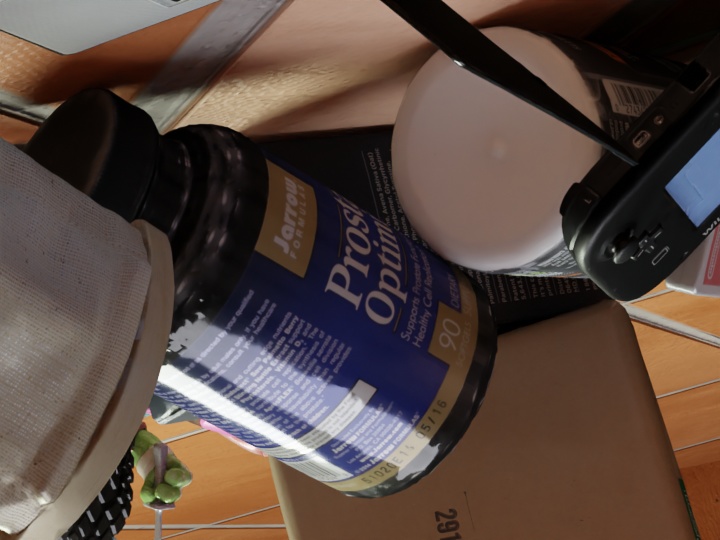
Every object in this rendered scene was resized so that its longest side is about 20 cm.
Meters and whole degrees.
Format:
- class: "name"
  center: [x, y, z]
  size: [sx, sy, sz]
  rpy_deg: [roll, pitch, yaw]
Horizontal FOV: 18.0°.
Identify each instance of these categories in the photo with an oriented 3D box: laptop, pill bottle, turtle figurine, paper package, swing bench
- class: "laptop"
  center: [-0.042, -0.070, 0.715]
  size: [0.200, 0.116, 0.187]
  rpy_deg: [-18, 168, 19]
- class: "pill bottle"
  center: [0.109, -0.048, 1.030]
  size: [0.106, 0.106, 0.200]
  rpy_deg: [-21, 167, 32]
- class: "turtle figurine"
  center: [-0.175, 0.114, 1.322]
  size: [0.144, 0.200, 0.194]
  rpy_deg: [16, 145, 7]
- class: "pill bottle"
  center: [-0.049, 0.009, 0.945]
  size: [0.200, 0.112, 0.112]
  rpy_deg: [31, 143, -31]
- class: "paper package"
  center: [0.068, 0.135, 1.109]
  size: [0.191, 0.200, 0.103]
  rpy_deg: [-17, 169, 9]
- class: "swing bench"
  center: [-0.203, 0.024, 0.788]
  size: [0.200, 0.130, 0.199]
  rpy_deg: [-19, 143, 32]

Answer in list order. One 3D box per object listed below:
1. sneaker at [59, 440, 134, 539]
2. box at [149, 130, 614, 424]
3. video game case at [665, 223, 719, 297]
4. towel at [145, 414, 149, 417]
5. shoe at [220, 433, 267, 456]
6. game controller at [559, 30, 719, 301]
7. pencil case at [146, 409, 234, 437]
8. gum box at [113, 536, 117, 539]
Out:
- class: "sneaker"
  center: [-0.162, 0.072, 1.127]
  size: [0.088, 0.200, 0.076]
  rpy_deg: [-12, 126, 9]
- class: "box"
  center: [0.000, 0.000, 1.139]
  size: [0.200, 0.104, 0.148]
  rpy_deg: [-6, 167, -32]
- class: "video game case"
  center: [0.203, -0.055, 1.053]
  size: [0.017, 0.143, 0.200]
  rpy_deg: [16, -175, 30]
- class: "towel"
  center: [-0.230, 0.107, 1.603]
  size: [0.147, 0.022, 0.200]
  rpy_deg: [-23, 166, 35]
- class: "shoe"
  center: [-0.018, 0.083, 1.466]
  size: [0.200, 0.072, 0.091]
  rpy_deg: [10, 159, 9]
- class: "game controller"
  center: [0.161, -0.070, 0.914]
  size: [0.200, 0.042, 0.104]
  rpy_deg: [-47, 147, 4]
- class: "pencil case"
  center: [-0.024, 0.071, 1.242]
  size: [0.200, 0.091, 0.094]
  rpy_deg: [20, -172, -14]
- class: "gum box"
  center: [-0.241, 0.095, 1.107]
  size: [0.170, 0.200, 0.045]
  rpy_deg: [7, 114, -51]
